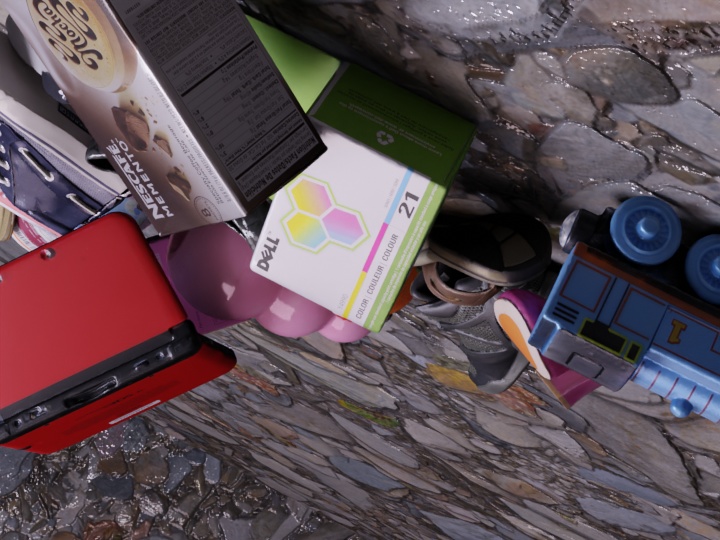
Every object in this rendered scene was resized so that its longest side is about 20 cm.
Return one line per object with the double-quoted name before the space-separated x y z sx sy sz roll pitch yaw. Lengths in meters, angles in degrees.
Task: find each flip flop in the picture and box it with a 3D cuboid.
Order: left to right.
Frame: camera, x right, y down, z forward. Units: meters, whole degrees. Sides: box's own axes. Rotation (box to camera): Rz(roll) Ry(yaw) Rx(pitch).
"flip flop" 0.073 -0.004 1.120 0.200 0.081 0.058 4 111 60

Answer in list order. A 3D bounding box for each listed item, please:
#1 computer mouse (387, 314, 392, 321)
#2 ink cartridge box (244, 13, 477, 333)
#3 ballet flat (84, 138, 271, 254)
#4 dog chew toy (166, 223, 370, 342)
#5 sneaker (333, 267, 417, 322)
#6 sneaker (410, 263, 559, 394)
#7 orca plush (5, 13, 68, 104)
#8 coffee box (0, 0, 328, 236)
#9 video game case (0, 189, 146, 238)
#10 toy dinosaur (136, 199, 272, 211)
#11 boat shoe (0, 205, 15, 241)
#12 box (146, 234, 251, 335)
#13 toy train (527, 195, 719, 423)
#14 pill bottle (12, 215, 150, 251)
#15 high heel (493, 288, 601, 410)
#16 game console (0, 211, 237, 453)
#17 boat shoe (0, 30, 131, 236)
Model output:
"computer mouse" -0.050 -0.003 1.457 0.200 0.034 0.059 31 147 -28
"ink cartridge box" -0.043 -0.069 1.030 0.199 0.076 0.148 26 134 3
"ballet flat" -0.116 -0.049 1.147 0.200 0.057 0.066 35 166 11
"dog chew toy" -0.064 0.000 1.330 0.199 0.125 0.124 24 166 -19
"sneaker" 0.000 0.000 1.246 0.077 0.073 0.200 -5 169 30
"sneaker" 0.096 0.034 1.243 0.114 0.076 0.200 28 161 5
"orca plush" -0.183 -0.183 1.091 0.200 0.071 0.106 -23 84 58
"coffee box" -0.124 -0.127 0.938 0.113 0.080 0.200 -8 119 53
"video game case" -0.216 -0.098 1.242 0.143 0.017 0.200 33 129 -20
"toy dinosaur" -0.079 -0.072 1.207 0.199 0.048 0.088 4 154 4
"boat shoe" -0.346 -0.105 1.382 0.072 0.067 0.201 57 144 40
"box" -0.227 0.029 1.431 0.176 0.199 0.097 178 74 -71
"toy train" 0.208 0.036 0.979 0.199 0.115 0.087 27 165 5
"pill bottle" -0.254 -0.072 1.412 0.114 0.114 0.200 34 163 -21
"high heel" 0.159 0.038 1.096 0.067 0.096 0.200 53 -178 34
"game console" -0.230 0.058 1.283 0.119 0.199 0.172 68 -171 16
"boat shoe" -0.264 -0.104 1.179 0.093 0.075 0.200 -36 119 24
